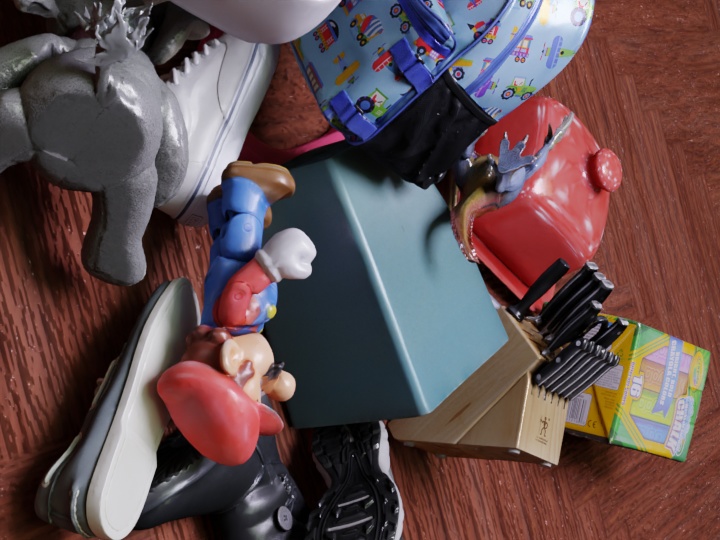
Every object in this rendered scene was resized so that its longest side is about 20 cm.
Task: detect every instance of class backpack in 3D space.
[{"bbox_3d":[0.060,-0.189,0.875,0.134,0.199,0.184,25,37,-46],"label":"backpack"}]

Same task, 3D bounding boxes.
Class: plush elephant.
[{"bbox_3d":[-0.181,-0.124,0.788,0.163,0.201,0.156,21,32,-20],"label":"plush elephant"}]

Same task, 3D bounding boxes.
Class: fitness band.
[{"bbox_3d":[-0.062,-0.159,1.027,0.199,0.037,0.145,-29,104,-49],"label":"fitness band"}]

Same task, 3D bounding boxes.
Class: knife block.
[{"bbox_3d":[0.129,0.074,1.043,0.064,0.198,0.178,27,68,-42],"label":"knife block"}]

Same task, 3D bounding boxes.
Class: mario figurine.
[{"bbox_3d":[-0.071,0.035,0.827,0.124,0.104,0.203,59,33,-63],"label":"mario figurine"}]

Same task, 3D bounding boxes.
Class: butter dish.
[{"bbox_3d":[0.196,-0.088,1.226,0.199,0.147,0.202,40,52,-35],"label":"butter dish"}]

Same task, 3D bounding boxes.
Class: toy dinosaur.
[{"bbox_3d":[0.093,-0.081,1.020,0.104,0.182,0.201,29,73,9],"label":"toy dinosaur"}]

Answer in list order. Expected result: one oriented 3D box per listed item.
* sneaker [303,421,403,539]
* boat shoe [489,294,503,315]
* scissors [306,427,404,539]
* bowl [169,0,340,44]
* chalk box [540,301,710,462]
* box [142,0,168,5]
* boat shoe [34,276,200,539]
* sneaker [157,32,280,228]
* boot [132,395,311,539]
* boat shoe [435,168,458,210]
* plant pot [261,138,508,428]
[{"bbox_3d":[0.003,0.188,0.911,0.201,0.073,0.080,-89,162,-64],"label":"sneaker"},{"bbox_3d":[0.108,0.062,1.106,0.065,0.074,0.200,-47,144,-2],"label":"boat shoe"},{"bbox_3d":[0.008,0.205,1.025,0.073,0.014,0.202,-34,107,-51],"label":"scissors"},{"bbox_3d":[-0.089,-0.233,0.788,0.198,0.075,0.201,28,42,-5],"label":"bowl"},{"bbox_3d":[0.278,0.121,1.260,0.199,0.124,0.125,19,84,-46],"label":"chalk box"},{"bbox_3d":[-0.207,-0.242,0.831,0.199,0.094,0.079,18,64,-48],"label":"box"},{"bbox_3d":[-0.161,0.085,0.811,0.073,0.061,0.202,67,29,-46],"label":"boat shoe"},{"bbox_3d":[-0.114,-0.135,0.904,0.070,0.073,0.202,25,71,-24],"label":"sneaker"},{"bbox_3d":[-0.087,0.211,0.876,0.164,0.065,0.202,-34,110,-47],"label":"boot"},{"bbox_3d":[0.057,-0.032,1.103,0.073,0.069,0.203,24,62,-44],"label":"boat shoe"},{"bbox_3d":[0.000,0.000,0.966,0.141,0.140,0.202,-33,106,-49],"label":"plant pot"}]
